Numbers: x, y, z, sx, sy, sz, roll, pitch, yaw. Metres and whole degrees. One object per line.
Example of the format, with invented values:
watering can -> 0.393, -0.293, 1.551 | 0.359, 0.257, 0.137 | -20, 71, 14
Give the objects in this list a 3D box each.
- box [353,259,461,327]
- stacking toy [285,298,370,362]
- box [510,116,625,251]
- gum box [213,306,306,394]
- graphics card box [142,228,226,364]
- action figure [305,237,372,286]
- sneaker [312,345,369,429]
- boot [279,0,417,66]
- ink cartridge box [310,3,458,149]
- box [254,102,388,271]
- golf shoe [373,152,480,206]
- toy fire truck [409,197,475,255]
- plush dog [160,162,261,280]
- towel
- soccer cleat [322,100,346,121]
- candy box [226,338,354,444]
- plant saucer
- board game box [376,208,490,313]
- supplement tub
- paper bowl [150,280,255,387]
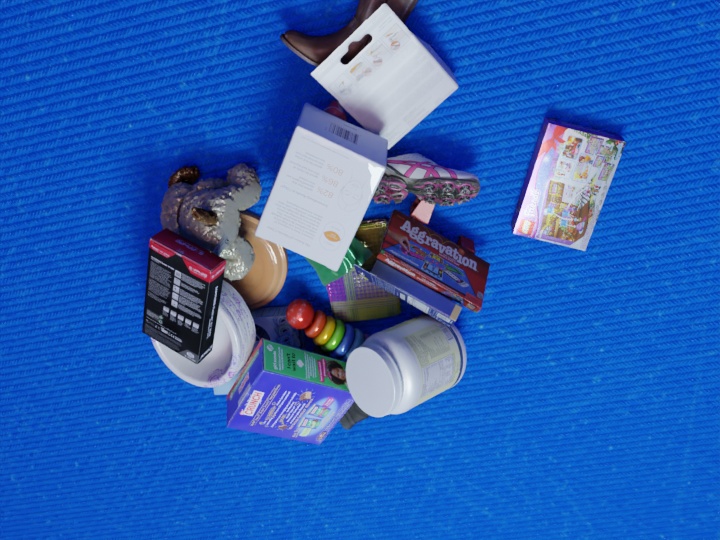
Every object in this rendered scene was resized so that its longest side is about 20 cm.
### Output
box -> 0.081, 0.034, 1.299 | 0.196, 0.121, 0.033 | 28, 84, 6
stacking toy -> -0.055, 0.120, 1.399 | 0.198, 0.086, 0.085 | 36, 115, -22
box -> 0.350, -0.145, 1.271 | 0.133, 0.039, 0.205 | 13, 117, -2
gum box -> -0.205, 0.158, 1.470 | 0.194, 0.045, 0.174 | -3, 115, 8
graphics card box -> -0.296, 0.045, 1.240 | 0.123, 0.051, 0.204 | 25, 124, 13
action figure -> -0.081, -0.076, 1.311 | 0.117, 0.055, 0.201 | -33, 114, 20
sneaker -> -0.032, 0.220, 1.478 | 0.089, 0.077, 0.203 | -23, 121, 9
boot -> -0.010, -0.409, 1.160 | 0.182, 0.065, 0.203 | 18, 120, -18
ink cartridge box -> 0.038, -0.308, 1.179 | 0.160, 0.051, 0.199 | -37, 128, 21
box -> -0.062, -0.131, 1.188 | 0.149, 0.107, 0.203 | 23, 121, -9
golf shoe -> 0.105, -0.163, 1.254 | 0.194, 0.094, 0.073 | 5, 153, 7
toy fire truck -> 0.131, -0.027, 1.345 | 0.138, 0.049, 0.204 | 20, 117, -4
plush dog -> -0.280, -0.091, 1.293 | 0.168, 0.159, 0.206 | 7, 93, 34
towel -> 0.000, 0.000, 1.386 | 0.139, 0.023, 0.205 | -7, 116, 8
soccer cleat -> -0.082, -0.201, 1.277 | 0.067, 0.075, 0.200 | 24, 134, -21
candy box -> -0.126, 0.227, 1.364 | 0.196, 0.078, 0.170 | 17, 128, -27
plant saucer -> -0.233, -0.014, 1.396 | 0.194, 0.033, 0.205 | 3, 117, 5
board game box -> 0.127, -0.017, 1.266 | 0.196, 0.104, 0.020 | 28, 140, -9
supplement tub -> 0.083, 0.170, 1.343 | 0.143, 0.197, 0.149 | 17, 114, 42
paper bowl -> -0.278, 0.099, 1.354 | 0.196, 0.104, 0.206 | 11, 116, 22
